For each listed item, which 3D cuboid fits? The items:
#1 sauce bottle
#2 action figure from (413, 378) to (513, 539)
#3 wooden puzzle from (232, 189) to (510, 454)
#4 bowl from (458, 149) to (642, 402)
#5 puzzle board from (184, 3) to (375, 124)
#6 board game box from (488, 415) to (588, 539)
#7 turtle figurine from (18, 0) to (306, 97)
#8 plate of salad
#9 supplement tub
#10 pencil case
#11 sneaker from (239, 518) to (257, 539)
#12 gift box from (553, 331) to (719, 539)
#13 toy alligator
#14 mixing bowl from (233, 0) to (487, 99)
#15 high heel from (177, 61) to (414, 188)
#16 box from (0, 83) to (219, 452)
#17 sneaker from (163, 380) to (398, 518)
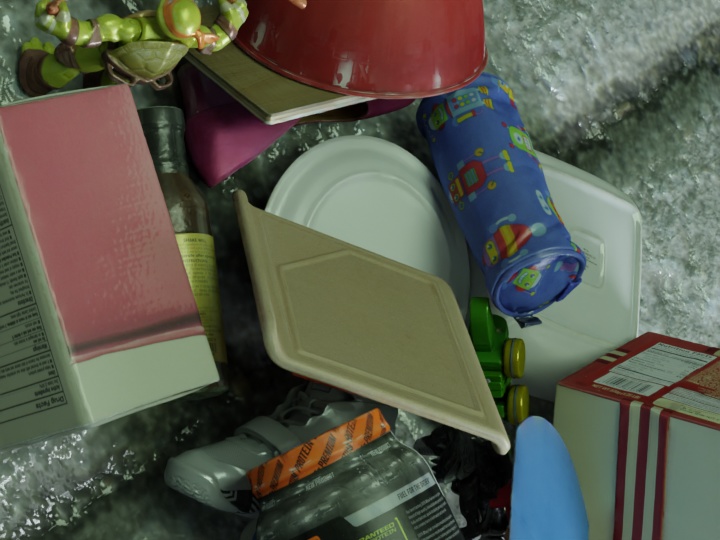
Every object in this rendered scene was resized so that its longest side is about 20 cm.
[{"bbox_3d":[-0.129,-0.011,1.232,0.065,0.065,0.201,2,78,-40],"label":"sauce bottle"},{"bbox_3d":[0.068,0.180,1.306,0.119,0.102,0.201,-40,122,-65],"label":"action figure"},{"bbox_3d":[0.001,0.038,1.226,0.199,0.037,0.185,25,25,-25],"label":"wooden puzzle"},{"bbox_3d":[0.159,-0.002,1.468,0.200,0.075,0.201,22,65,-36],"label":"bowl"},{"bbox_3d":[-0.033,-0.161,1.317,0.199,0.151,0.017,-17,133,-37],"label":"puzzle board"},{"bbox_3d":[0.113,0.201,1.244,0.158,0.039,0.201,53,35,-47],"label":"board game box"},{"bbox_3d":[-0.143,-0.149,1.195,0.199,0.161,0.065,-11,85,-41],"label":"turtle figurine"},{"bbox_3d":[0.000,0.000,1.346,0.199,0.048,0.201,5,81,-38],"label":"plate of salad"},{"bbox_3d":[0.012,0.197,1.146,0.122,0.122,0.201,-22,84,-41],"label":"supplement tub"},{"bbox_3d":[0.108,-0.057,1.366,0.087,0.078,0.201,18,40,-41],"label":"pencil case"},{"bbox_3d":[0.009,0.239,1.248,0.200,0.111,0.077,51,52,-17],"label":"sneaker"},{"bbox_3d":[0.233,0.171,1.384,0.200,0.184,0.188,-19,117,-47],"label":"gift box"},{"bbox_3d":[0.100,0.103,1.384,0.054,0.059,0.201,-59,146,-60],"label":"toy alligator"},{"bbox_3d":[0.004,-0.219,1.302,0.200,0.200,0.109,-25,138,-41],"label":"mixing bowl"},{"bbox_3d":[-0.038,-0.105,1.327,0.199,0.067,0.096,1,67,-35],"label":"high heel"},{"bbox_3d":[-0.191,-0.001,1.136,0.109,0.128,0.201,-17,90,-42],"label":"box"},{"bbox_3d":[-0.047,0.105,1.243,0.199,0.075,0.115,5,97,-44],"label":"sneaker"}]
